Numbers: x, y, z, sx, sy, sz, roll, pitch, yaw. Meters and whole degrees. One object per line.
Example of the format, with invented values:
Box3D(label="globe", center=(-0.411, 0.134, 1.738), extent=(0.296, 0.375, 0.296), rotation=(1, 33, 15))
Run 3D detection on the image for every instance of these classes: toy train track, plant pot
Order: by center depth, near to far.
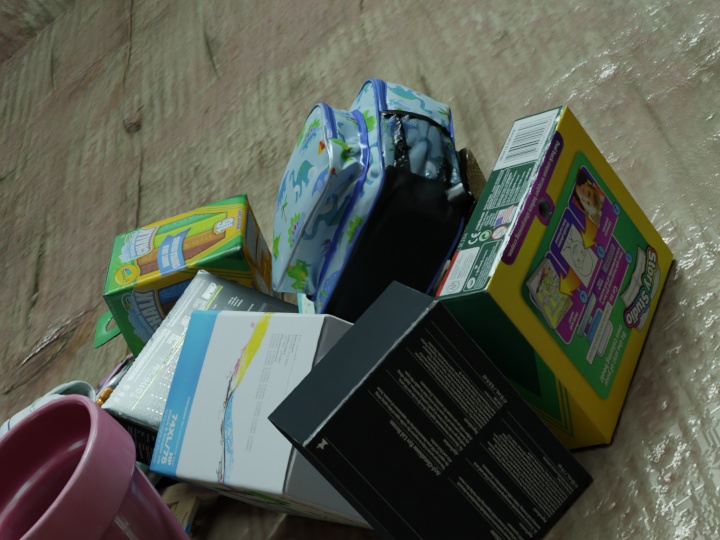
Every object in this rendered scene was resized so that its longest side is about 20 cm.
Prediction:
Box3D(label="plant pot", center=(-0.236, 0.236, 1.468), extent=(0.199, 0.179, 0.201), rotation=(-35, 26, 20))
Box3D(label="toy train track", center=(-0.160, 0.245, 1.591), extent=(0.114, 0.033, 0.201), rotation=(-19, 36, 37))

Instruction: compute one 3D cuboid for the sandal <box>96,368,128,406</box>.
Box3D(label="sandal", center=(-0.281, 0.187, 1.802), extent=(0.059, 0.079, 0.208), rotation=(0, 51, 52))

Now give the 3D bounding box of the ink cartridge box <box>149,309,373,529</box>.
Box3D(label="ink cartridge box", center=(-0.049, 0.123, 1.426), extent=(0.199, 0.146, 0.148), rotation=(-1, 71, 53))

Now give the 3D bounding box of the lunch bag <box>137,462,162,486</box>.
Box3D(label="lunch bag", center=(-0.232, 0.181, 1.695), extent=(0.201, 0.077, 0.160), rotation=(-54, 9, -22))

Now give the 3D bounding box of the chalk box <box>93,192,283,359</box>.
Box3D(label="chalk box", center=(-0.191, 0.025, 1.804), extent=(0.198, 0.125, 0.125), rotation=(-18, 30, 8))

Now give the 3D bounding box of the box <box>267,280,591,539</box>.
Box3D(label="box", center=(0.052, 0.130, 1.256), extent=(0.141, 0.200, 0.079), rotation=(-47, 26, -11))

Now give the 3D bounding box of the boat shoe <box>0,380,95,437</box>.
Box3D(label="boat shoe", center=(-0.303, 0.149, 1.686), extent=(0.067, 0.073, 0.200), rotation=(-46, 12, 8))

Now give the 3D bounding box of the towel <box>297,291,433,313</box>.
Box3D(label="towel", center=(0.000, 0.000, 1.593), extent=(0.146, 0.022, 0.202), rotation=(-26, 49, 26))

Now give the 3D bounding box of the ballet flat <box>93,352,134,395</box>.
Box3D(label="ballet flat", center=(-0.287, 0.164, 1.876), extent=(0.200, 0.069, 0.071), rotation=(-47, 7, -18))

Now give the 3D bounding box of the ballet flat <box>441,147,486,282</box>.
Box3D(label="ballet flat", center=(0.100, -0.006, 1.493), extent=(0.071, 0.064, 0.202), rotation=(110, 166, -80))

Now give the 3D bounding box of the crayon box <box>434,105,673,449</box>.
Box3D(label="crayon box", center=(0.154, 0.006, 1.330), extent=(0.058, 0.173, 0.201), rotation=(-13, 38, 41))

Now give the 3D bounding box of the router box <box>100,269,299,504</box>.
Box3D(label="router box", center=(-0.129, 0.105, 1.612), extent=(0.148, 0.063, 0.201), rotation=(19, 49, 16))

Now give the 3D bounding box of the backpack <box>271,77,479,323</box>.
Box3D(label="backpack", center=(0.007, -0.063, 1.464), extent=(0.201, 0.145, 0.184), rotation=(-88, 19, -55))
